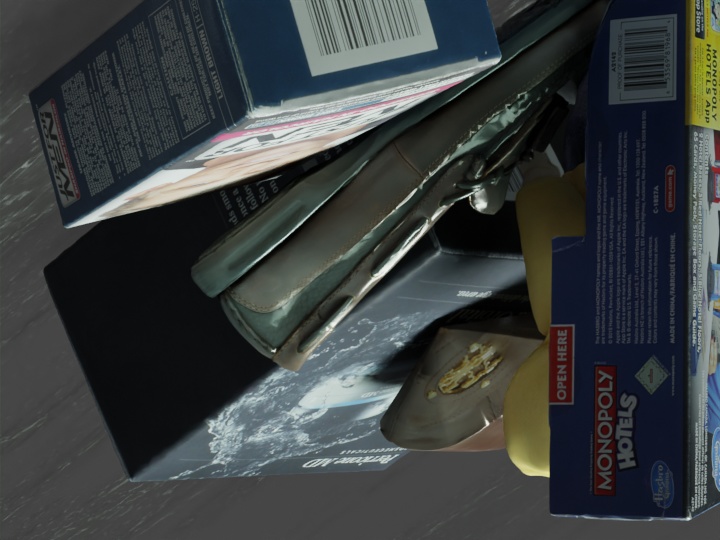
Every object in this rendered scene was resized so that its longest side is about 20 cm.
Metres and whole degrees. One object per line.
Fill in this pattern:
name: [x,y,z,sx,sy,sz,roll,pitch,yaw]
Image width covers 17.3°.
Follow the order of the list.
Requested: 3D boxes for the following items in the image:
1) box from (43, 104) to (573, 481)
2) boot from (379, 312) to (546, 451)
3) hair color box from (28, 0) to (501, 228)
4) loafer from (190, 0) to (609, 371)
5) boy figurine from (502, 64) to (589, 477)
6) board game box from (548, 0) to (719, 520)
box: [0.000,0.000,1.092,0.200,0.118,0.197,-37,157,30]
boot: [0.119,0.037,1.081,0.186,0.064,0.200,-35,155,16]
hair color box: [-0.041,-0.071,0.865,0.100,0.061,0.200,-14,177,-26]
loafer: [0.027,-0.036,0.929,0.200,0.063,0.072,-35,-174,16]
boy figurine: [0.108,0.002,0.991,0.064,0.200,0.124,-18,140,43]
board game box: [0.151,-0.002,0.936,0.062,0.200,0.200,-2,174,35]
